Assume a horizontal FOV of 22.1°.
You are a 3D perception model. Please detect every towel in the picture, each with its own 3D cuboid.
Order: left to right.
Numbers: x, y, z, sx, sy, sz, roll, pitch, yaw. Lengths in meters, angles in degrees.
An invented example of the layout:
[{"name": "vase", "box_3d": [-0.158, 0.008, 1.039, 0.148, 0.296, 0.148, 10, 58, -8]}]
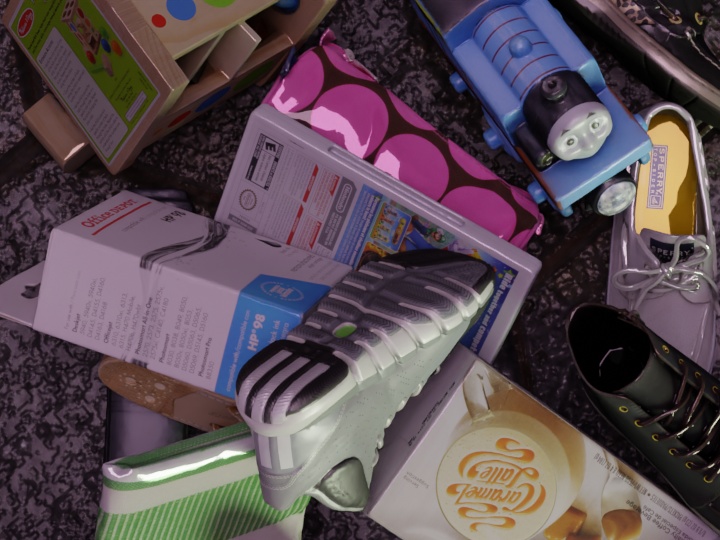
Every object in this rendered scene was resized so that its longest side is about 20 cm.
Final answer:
[{"name": "towel", "box_3d": [-0.098, 0.174, 1.099, 0.152, 0.200, 0.023, -15, 43, -34]}]

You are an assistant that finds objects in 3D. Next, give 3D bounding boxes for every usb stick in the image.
[{"name": "usb stick", "box_3d": [-0.137, 0.046, 1.202, 0.055, 0.033, 0.200, 1, 85, 7]}]

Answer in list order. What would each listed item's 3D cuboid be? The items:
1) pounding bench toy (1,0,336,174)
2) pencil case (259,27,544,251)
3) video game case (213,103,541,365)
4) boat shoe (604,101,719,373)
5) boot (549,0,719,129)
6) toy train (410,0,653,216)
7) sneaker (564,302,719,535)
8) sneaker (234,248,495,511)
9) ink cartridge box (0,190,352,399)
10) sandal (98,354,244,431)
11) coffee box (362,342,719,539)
[{"name": "pounding bench toy", "box_3d": [-0.127, -0.155, 1.181, 0.156, 0.200, 0.124, -34, 86, -32]}, {"name": "pencil case", "box_3d": [0.024, -0.061, 1.177, 0.200, 0.091, 0.094, 39, 81, 3]}, {"name": "video game case", "box_3d": [0.000, 0.000, 1.156, 0.200, 0.018, 0.143, 30, 129, 9]}, {"name": "boat shoe", "box_3d": [0.194, -0.009, 1.160, 0.074, 0.086, 0.202, 3, 85, 4]}, {"name": "boot", "box_3d": [0.214, -0.196, 1.185, 0.200, 0.073, 0.151, 41, 89, 11]}, {"name": "toy train", "box_3d": [0.103, -0.120, 1.138, 0.087, 0.114, 0.200, -34, 55, 4]}, {"name": "sneaker", "box_3d": [0.197, 0.097, 1.064, 0.200, 0.106, 0.075, 36, 88, 26]}, {"name": "sneaker", "box_3d": [0.004, 0.071, 1.061, 0.075, 0.200, 0.116, 23, 129, 36]}, {"name": "ink cartridge box", "box_3d": [-0.118, 0.009, 1.119, 0.200, 0.116, 0.067, 18, 108, 10]}, {"name": "sandal", "box_3d": [-0.070, 0.113, 1.150, 0.211, 0.078, 0.070, 22, 57, -6]}, {"name": "coffee box", "box_3d": [0.103, 0.144, 1.120, 0.200, 0.080, 0.114, 37, 90, -17]}]
